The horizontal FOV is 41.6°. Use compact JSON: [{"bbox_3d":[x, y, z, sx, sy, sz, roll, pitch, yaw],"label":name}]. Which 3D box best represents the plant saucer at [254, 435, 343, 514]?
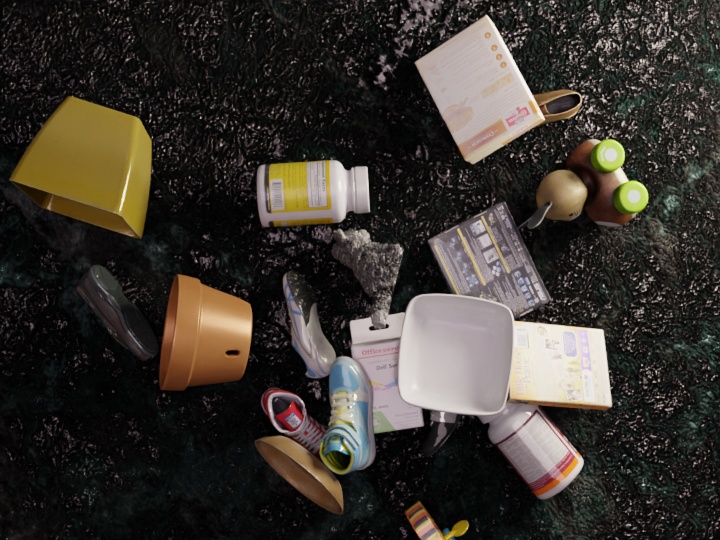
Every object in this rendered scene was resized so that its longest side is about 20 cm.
[{"bbox_3d":[-0.100,0.352,1.675,0.200,0.200,0.036,41,67,0],"label":"plant saucer"}]

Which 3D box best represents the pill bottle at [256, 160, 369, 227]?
[{"bbox_3d":[-0.083,-0.139,1.699,0.196,0.111,0.114,-3,91,0],"label":"pill bottle"}]

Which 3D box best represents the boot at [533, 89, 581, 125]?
[{"bbox_3d":[0.304,-0.286,1.713,0.197,0.075,0.075,-17,94,3],"label":"boot"}]

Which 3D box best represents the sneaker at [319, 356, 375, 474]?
[{"bbox_3d":[-0.029,0.254,1.636,0.078,0.130,0.204,-12,89,22],"label":"sneaker"}]

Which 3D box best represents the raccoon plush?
[{"bbox_3d":[0.000,0.000,1.674,0.132,0.201,0.098,15,124,1],"label":"raccoon plush"}]

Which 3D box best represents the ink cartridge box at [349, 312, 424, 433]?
[{"bbox_3d":[0.045,0.186,1.724,0.115,0.067,0.204,-9,91,1],"label":"ink cartridge box"}]

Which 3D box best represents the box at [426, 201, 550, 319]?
[{"bbox_3d":[0.233,0.000,1.730,0.159,0.049,0.203,-27,91,-1],"label":"box"}]

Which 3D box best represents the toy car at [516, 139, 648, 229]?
[{"bbox_3d":[0.370,-0.119,1.661,0.198,0.164,0.159,-30,90,-4],"label":"toy car"}]

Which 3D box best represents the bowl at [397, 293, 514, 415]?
[{"bbox_3d":[0.165,0.149,1.656,0.196,0.075,0.204,7,79,5],"label":"bowl"}]

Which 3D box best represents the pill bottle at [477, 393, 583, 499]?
[{"bbox_3d":[0.298,0.299,1.701,0.109,0.110,0.201,-40,87,1],"label":"pill bottle"}]

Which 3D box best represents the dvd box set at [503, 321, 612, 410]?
[{"bbox_3d":[0.347,0.170,1.691,0.196,0.029,0.149,5,65,-14],"label":"dvd box set"}]

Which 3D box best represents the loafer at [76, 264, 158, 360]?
[{"bbox_3d":[-0.445,0.086,1.735,0.063,0.072,0.201,-38,83,21],"label":"loafer"}]

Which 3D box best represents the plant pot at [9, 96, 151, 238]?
[{"bbox_3d":[-0.466,-0.186,1.669,0.197,0.200,0.179,18,80,0],"label":"plant pot"}]

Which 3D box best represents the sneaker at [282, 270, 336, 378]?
[{"bbox_3d":[-0.106,0.100,1.727,0.072,0.071,0.203,-24,82,31],"label":"sneaker"}]

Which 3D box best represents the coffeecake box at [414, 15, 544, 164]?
[{"bbox_3d":[0.211,-0.317,1.680,0.152,0.073,0.203,-29,81,18],"label":"coffeecake box"}]

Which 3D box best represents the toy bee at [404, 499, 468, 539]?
[{"bbox_3d":[0.156,0.509,1.708,0.198,0.109,0.132,33,89,0],"label":"toy bee"}]

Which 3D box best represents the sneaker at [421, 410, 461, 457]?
[{"bbox_3d":[0.148,0.238,1.725,0.088,0.074,0.202,30,81,-1],"label":"sneaker"}]

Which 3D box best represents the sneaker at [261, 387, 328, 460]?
[{"bbox_3d":[-0.099,0.287,1.701,0.199,0.112,0.072,40,79,-1],"label":"sneaker"}]

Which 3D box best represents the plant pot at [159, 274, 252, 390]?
[{"bbox_3d":[-0.272,0.117,1.675,0.137,0.200,0.204,9,91,-17],"label":"plant pot"}]
